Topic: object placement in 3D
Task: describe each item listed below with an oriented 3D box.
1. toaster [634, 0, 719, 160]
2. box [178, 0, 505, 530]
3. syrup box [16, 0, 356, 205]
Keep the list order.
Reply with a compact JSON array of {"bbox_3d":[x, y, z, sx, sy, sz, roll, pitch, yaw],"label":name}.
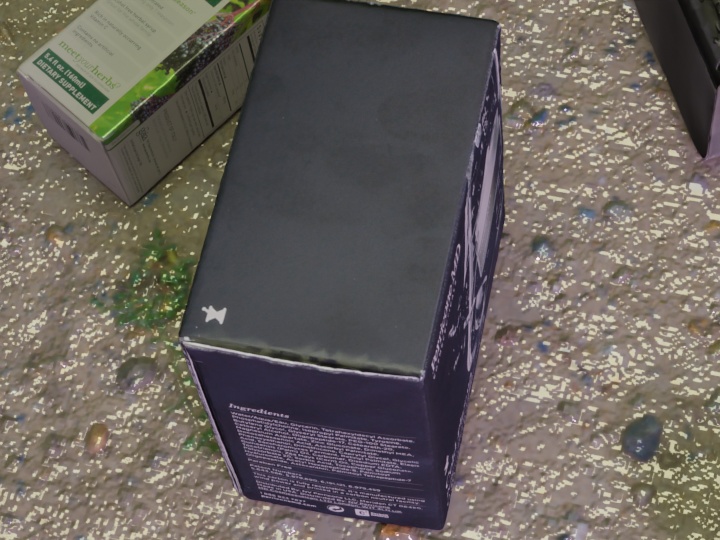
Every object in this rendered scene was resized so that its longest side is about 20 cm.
[{"bbox_3d":[0.251,-0.176,1.041,0.180,0.119,0.201,-16,62,-3],"label":"toaster"},{"bbox_3d":[0.000,0.000,0.933,0.123,0.197,0.201,8,63,11],"label":"box"},{"bbox_3d":[-0.099,-0.143,1.087,0.079,0.082,0.200,40,74,23],"label":"syrup box"}]
